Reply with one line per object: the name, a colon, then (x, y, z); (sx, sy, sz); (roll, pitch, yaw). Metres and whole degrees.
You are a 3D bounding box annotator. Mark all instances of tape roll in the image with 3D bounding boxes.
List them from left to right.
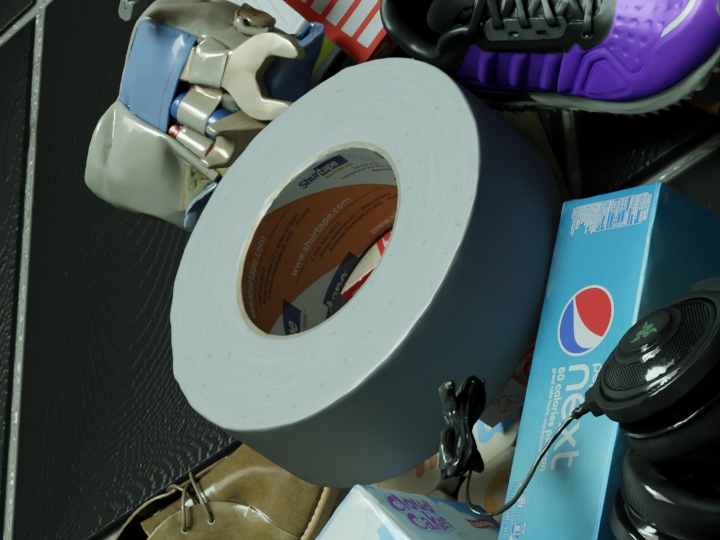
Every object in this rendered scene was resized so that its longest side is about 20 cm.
tape roll: (0.000, 0.000, 1.195); (0.200, 0.066, 0.201); (-28, 44, 31)

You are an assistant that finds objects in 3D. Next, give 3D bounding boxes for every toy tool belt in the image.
toy tool belt: (-0.066, -0.099, 1.388); (0.125, 0.122, 0.201); (-41, -26, -51)

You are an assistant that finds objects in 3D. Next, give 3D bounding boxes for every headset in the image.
headset: (0.130, 0.063, 1.016); (0.199, 0.124, 0.094); (-7, 26, 8)

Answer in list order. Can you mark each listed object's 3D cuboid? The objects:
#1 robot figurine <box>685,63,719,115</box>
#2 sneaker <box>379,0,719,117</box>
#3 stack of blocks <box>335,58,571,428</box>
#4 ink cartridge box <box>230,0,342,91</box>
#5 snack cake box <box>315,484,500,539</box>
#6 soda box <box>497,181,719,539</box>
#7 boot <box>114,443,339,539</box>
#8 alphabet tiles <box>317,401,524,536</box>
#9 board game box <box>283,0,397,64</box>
robot figurine: (0.200, -0.118, 1.133); (0.200, 0.058, 0.146); (31, 97, 57)
sneaker: (0.083, -0.119, 1.152); (0.199, 0.099, 0.070); (-5, 66, 51)
stack of blocks: (0.047, -0.018, 1.261); (0.115, 0.058, 0.201); (-40, 39, 19)
ink cartridge box: (-0.035, -0.212, 1.535); (0.200, 0.047, 0.198); (-51, 34, 14)
snack cake box: (-0.009, 0.199, 1.140); (0.067, 0.115, 0.201); (42, 104, 33)
soda box: (0.117, 0.067, 1.113); (0.064, 0.068, 0.201); (-10, 60, 48)
boot: (-0.071, 0.128, 1.308); (0.201, 0.075, 0.074); (-58, 27, 16)
alphabet tiles: (0.013, 0.115, 1.271); (0.195, 0.015, 0.201); (-37, 41, 34)
board game box: (0.009, -0.239, 1.407); (0.200, 0.151, 0.046); (-53, -10, 16)
